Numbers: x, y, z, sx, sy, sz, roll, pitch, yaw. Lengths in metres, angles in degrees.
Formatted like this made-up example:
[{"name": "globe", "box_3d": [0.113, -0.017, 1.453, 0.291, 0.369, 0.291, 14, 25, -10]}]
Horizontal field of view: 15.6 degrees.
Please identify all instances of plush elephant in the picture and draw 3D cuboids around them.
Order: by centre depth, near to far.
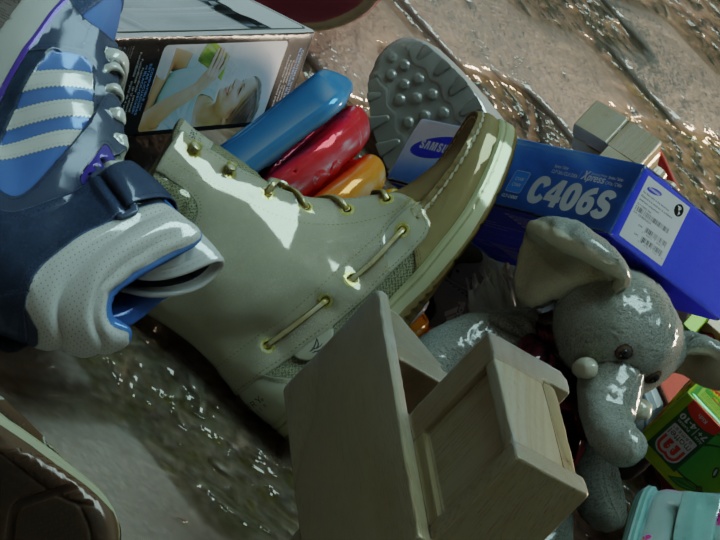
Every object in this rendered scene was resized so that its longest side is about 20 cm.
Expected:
[{"name": "plush elephant", "box_3d": [0.105, 0.062, 1.339, 0.164, 0.155, 0.201, 30, 53, -29]}]

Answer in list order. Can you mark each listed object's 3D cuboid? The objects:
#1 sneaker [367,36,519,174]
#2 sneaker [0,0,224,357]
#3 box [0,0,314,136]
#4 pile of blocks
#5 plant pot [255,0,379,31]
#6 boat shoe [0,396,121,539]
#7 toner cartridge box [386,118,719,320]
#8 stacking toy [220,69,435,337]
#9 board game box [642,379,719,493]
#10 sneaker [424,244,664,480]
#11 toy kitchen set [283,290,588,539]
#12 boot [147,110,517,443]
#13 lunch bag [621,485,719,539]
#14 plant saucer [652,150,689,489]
[{"name": "sneaker", "box_3d": [0.078, -0.061, 1.662, 0.200, 0.076, 0.080, 55, 24, 4]}, {"name": "sneaker", "box_3d": [-0.119, -0.046, 1.242, 0.146, 0.081, 0.200, 26, 56, 8]}, {"name": "box", "box_3d": [-0.128, -0.123, 1.425, 0.116, 0.060, 0.200, 28, 18, 25]}, {"name": "pile of blocks", "box_3d": [0.167, 0.001, 1.514, 0.062, 0.082, 0.200, -45, 107, -29]}, {"name": "plant pot", "box_3d": [-0.024, -0.257, 1.700, 0.200, 0.200, 0.179, 34, 42, -17]}, {"name": "boat shoe", "box_3d": [-0.186, 0.065, 1.093, 0.202, 0.075, 0.075, 42, 1, 1]}, {"name": "toner cartridge box", "box_3d": [0.109, -0.029, 1.413, 0.095, 0.043, 0.200, 37, -11, -34]}, {"name": "stacking toy", "box_3d": [0.000, 0.000, 1.433, 0.200, 0.110, 0.116, 53, 7, -6]}, {"name": "board game box", "box_3d": [0.246, 0.138, 1.445, 0.200, 0.048, 0.102, 47, 27, 5]}, {"name": "sneaker", "box_3d": [0.081, 0.045, 1.507, 0.115, 0.075, 0.200, 10, 30, -41]}, {"name": "toy kitchen set", "box_3d": [0.056, 0.126, 1.174, 0.180, 0.200, 0.163, 29, 29, -27]}, {"name": "boot", "box_3d": [-0.028, -0.033, 1.337, 0.155, 0.200, 0.072, 38, -9, -4]}, {"name": "lunch bag", "box_3d": [0.149, 0.196, 1.251, 0.077, 0.161, 0.200, 0, 21, 13]}, {"name": "plant saucer", "box_3d": [0.190, 0.041, 1.630, 0.201, 0.037, 0.200, 64, 24, -7]}]
